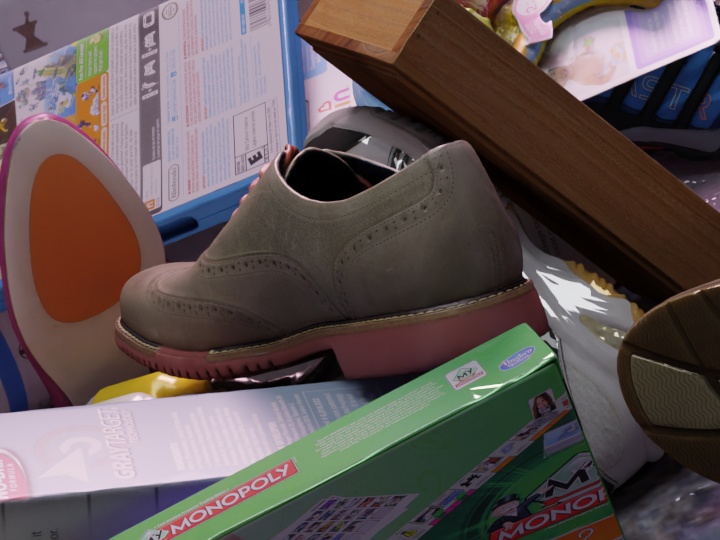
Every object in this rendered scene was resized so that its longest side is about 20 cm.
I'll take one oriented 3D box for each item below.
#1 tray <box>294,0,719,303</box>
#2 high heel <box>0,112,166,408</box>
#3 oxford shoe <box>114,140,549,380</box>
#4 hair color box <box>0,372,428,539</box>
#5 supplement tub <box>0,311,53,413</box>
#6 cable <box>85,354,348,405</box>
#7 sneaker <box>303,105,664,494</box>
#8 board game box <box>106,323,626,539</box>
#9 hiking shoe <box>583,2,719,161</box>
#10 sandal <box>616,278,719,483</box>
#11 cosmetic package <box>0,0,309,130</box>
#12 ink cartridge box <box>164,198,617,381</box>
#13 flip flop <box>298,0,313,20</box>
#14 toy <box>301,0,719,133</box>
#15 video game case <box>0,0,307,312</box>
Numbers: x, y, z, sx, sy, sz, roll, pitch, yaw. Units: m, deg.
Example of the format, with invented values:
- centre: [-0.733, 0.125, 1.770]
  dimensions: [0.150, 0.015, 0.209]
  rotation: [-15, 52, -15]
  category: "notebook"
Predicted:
- centre: [0.073, -0.044, 0.872]
  dimensions: [0.037, 0.200, 0.099]
  rotation: [-55, 26, -3]
  category: "tray"
- centre: [-0.109, 0.019, 0.913]
  dimensions: [0.067, 0.201, 0.096]
  rotation: [-28, 28, -11]
  category: "high heel"
- centre: [-0.018, -0.006, 0.743]
  dimensions: [0.070, 0.075, 0.199]
  rotation: [-19, 9, -42]
  category: "oxford shoe"
- centre: [-0.054, 0.095, 0.699]
  dimensions: [0.198, 0.100, 0.061]
  rotation: [-5, 25, -13]
  category: "hair color box"
- centre: [-0.154, -0.012, 1.124]
  dimensions: [0.200, 0.133, 0.132]
  rotation: [-37, 25, -26]
  category: "supplement tub"
- centre: [-0.039, 0.047, 0.801]
  dimensions: [0.199, 0.050, 0.097]
  rotation: [-29, 21, 21]
  category: "cable"
- centre: [0.031, 0.015, 0.850]
  dimensions: [0.088, 0.076, 0.200]
  rotation: [-42, 58, -13]
  category: "sneaker"
- centre: [-0.011, 0.119, 0.666]
  dimensions: [0.199, 0.135, 0.029]
  rotation: [-27, 26, -6]
  category: "board game box"
- centre: [0.156, -0.099, 1.050]
  dimensions: [0.199, 0.087, 0.075]
  rotation: [-15, 23, 23]
  category: "hiking shoe"
- centre: [0.189, 0.023, 0.765]
  dimensions: [0.199, 0.081, 0.054]
  rotation: [-17, 6, 12]
  category: "sandal"
- centre: [-0.091, -0.143, 1.308]
  dimensions: [0.166, 0.167, 0.200]
  rotation: [-17, 22, 20]
  category: "cosmetic package"
- centre: [0.000, 0.000, 0.992]
  dimensions: [0.199, 0.085, 0.145]
  rotation: [-31, 22, -20]
  category: "ink cartridge box"
- centre: [0.030, -0.118, 1.054]
  dimensions: [0.081, 0.058, 0.200]
  rotation: [-47, 42, -9]
  category: "flip flop"
- centre: [0.049, -0.109, 0.957]
  dimensions: [0.199, 0.047, 0.116]
  rotation: [-19, 43, 14]
  category: "toy"
- centre: [-0.117, -0.056, 1.009]
  dimensions: [0.199, 0.018, 0.144]
  rotation: [-21, 45, 16]
  category: "video game case"
